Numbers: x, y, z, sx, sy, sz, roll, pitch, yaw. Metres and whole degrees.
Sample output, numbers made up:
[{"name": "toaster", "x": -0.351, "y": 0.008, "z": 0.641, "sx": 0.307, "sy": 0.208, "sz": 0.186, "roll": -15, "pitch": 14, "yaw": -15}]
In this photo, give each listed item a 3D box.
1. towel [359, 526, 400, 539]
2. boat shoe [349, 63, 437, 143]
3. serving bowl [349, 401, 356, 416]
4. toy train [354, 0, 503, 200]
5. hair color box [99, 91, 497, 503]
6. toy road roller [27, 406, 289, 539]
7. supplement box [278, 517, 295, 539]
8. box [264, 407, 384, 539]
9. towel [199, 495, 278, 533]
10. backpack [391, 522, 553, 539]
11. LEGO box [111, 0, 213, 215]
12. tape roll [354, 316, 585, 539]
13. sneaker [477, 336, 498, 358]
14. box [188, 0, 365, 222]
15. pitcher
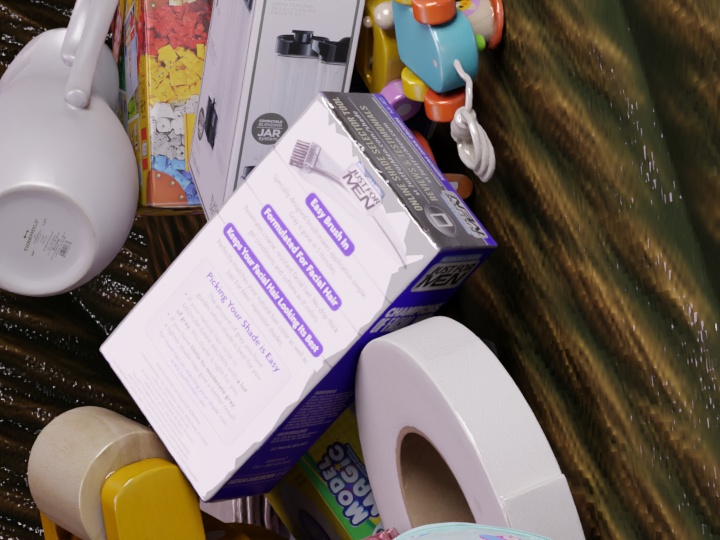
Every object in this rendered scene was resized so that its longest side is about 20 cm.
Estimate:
[{"name": "towel", "x": 0.049, "y": 0.224, "z": 1.429, "sx": 0.200, "sy": 0.023, "sz": 0.144, "roll": 58, "pitch": 168, "yaw": 4}, {"name": "boat shoe", "x": 0.007, "y": -0.137, "z": 1.600, "sx": 0.072, "sy": 0.072, "sz": 0.201, "roll": -168, "pitch": 85, "yaw": -66}, {"name": "serving bowl", "x": 0.000, "y": 0.000, "z": 1.699, "sx": 0.200, "sy": 0.065, "sz": 0.201, "roll": -179, "pitch": 90, "yaw": -71}, {"name": "toy train", "x": 0.046, "y": -0.086, "z": 1.493, "sx": 0.200, "sy": 0.055, "sz": 0.151, "roll": 136, "pitch": 114, "yaw": -72}, {"name": "hair color box", "x": -0.035, "y": 0.015, "z": 1.454, "sx": 0.200, "sy": 0.065, "sz": 0.109, "roll": -48, "pitch": 67, "yaw": 27}, {"name": "toy road roller", "x": -0.089, "y": 0.164, "z": 1.551, "sx": 0.123, "sy": 0.145, "sz": 0.201, "roll": 17, "pitch": 122, "yaw": 60}, {"name": "supplement box", "x": -0.007, "y": 0.152, "z": 1.748, "sx": 0.200, "sy": 0.101, "sz": 0.104, "roll": -109, "pitch": 19, "yaw": -55}, {"name": "box", "x": -0.012, "y": 0.128, "z": 1.562, "sx": 0.200, "sy": 0.048, "sz": 0.117, "roll": 56, "pitch": 163, "yaw": 6}, {"name": "towel", "x": -0.076, "y": 0.099, "z": 1.744, "sx": 0.200, "sy": 0.034, "sz": 0.133, "roll": -165, "pitch": 75, "yaw": -80}, {"name": "backpack", "x": 0.053, "y": 0.208, "z": 1.191, "sx": 0.153, "sy": 0.175, "sz": 0.201, "roll": -33, "pitch": -44, "yaw": -66}, {"name": "LEGO box", "x": -0.115, "y": -0.113, "z": 1.851, "sx": 0.200, "sy": 0.077, "sz": 0.150, "roll": 175, "pitch": 93, "yaw": -79}, {"name": "tape roll", "x": 0.056, "y": 0.121, "z": 1.383, "sx": 0.203, "sy": 0.037, "sz": 0.203, "roll": 56, "pitch": 157, "yaw": 38}, {"name": "sneaker", "x": 0.036, "y": 0.110, "z": 1.556, "sx": 0.200, "sy": 0.073, "sz": 0.082, "roll": 104, "pitch": 158, "yaw": -65}, {"name": "box", "x": -0.045, "y": -0.123, "z": 1.535, "sx": 0.117, "sy": 0.060, "sz": 0.201, "roll": -115, "pitch": 32, "yaw": -61}, {"name": "pitcher", "x": -0.193, "y": -0.091, "z": 1.794, "sx": 0.200, "sy": 0.121, "sz": 0.172, "roll": -90, "pitch": 19, "yaw": -58}]
